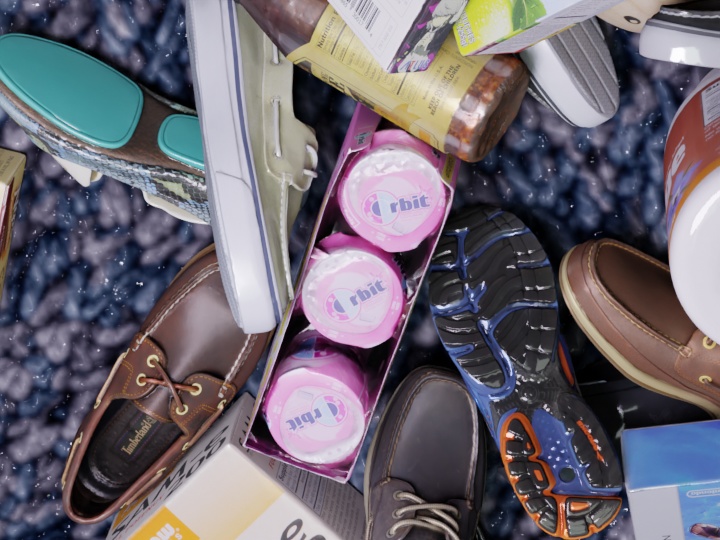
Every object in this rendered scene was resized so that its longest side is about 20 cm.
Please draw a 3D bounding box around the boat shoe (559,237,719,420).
[{"bbox_3d":[0.201,0.040,1.284,0.200,0.072,0.068,36,138,-15],"label":"boat shoe"}]

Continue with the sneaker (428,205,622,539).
[{"bbox_3d":[0.088,0.060,1.288,0.075,0.078,0.201,-16,77,-1],"label":"sneaker"}]

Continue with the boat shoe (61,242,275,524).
[{"bbox_3d":[-0.112,0.071,1.330,0.070,0.070,0.201,33,118,-1],"label":"boat shoe"}]

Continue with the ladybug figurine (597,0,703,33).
[{"bbox_3d":[0.146,-0.216,1.180,0.135,0.072,0.201,-14,109,6],"label":"ladybug figurine"}]

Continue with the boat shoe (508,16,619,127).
[{"bbox_3d":[0.062,-0.154,1.232,0.071,0.072,0.200,-31,103,34],"label":"boat shoe"}]

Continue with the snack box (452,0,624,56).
[{"bbox_3d":[0.086,-0.224,1.124,0.142,0.053,0.201,-23,81,41],"label":"snack box"}]

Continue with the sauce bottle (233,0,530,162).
[{"bbox_3d":[-0.007,-0.130,1.206,0.199,0.066,0.066,33,115,16],"label":"sauce bottle"}]

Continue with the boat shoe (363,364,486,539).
[{"bbox_3d":[0.037,0.156,1.302,0.074,0.073,0.202,9,91,-11],"label":"boat shoe"}]

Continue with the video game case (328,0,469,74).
[{"bbox_3d":[0.010,-0.231,1.134,0.200,0.036,0.182,52,127,28],"label":"video game case"}]

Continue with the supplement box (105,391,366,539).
[{"bbox_3d":[-0.044,0.190,1.383,0.200,0.074,0.126,42,111,-12],"label":"supplement box"}]

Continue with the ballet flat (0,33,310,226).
[{"bbox_3d":[-0.127,-0.066,1.287,0.199,0.074,0.075,24,114,-1],"label":"ballet flat"}]

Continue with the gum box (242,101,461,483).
[{"bbox_3d":[0.000,0.000,1.273,0.066,0.114,0.201,19,114,-3],"label":"gum box"}]

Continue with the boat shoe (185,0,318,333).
[{"bbox_3d":[-0.054,-0.065,1.225,0.062,0.072,0.202,-7,71,-6],"label":"boat shoe"}]

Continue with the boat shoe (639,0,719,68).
[{"bbox_3d":[0.230,-0.138,1.186,0.199,0.069,0.057,-6,105,-28],"label":"boat shoe"}]

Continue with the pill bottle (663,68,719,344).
[{"bbox_3d":[0.213,-0.043,1.185,0.111,0.200,0.113,2,114,5],"label":"pill bottle"}]

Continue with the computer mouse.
[{"bbox_3d":[0.126,0.127,1.352,0.198,0.046,0.141,-13,110,11],"label":"computer mouse"}]

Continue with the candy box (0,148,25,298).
[{"bbox_3d":[-0.303,-0.031,1.323,0.198,0.055,0.116,14,113,-1],"label":"candy box"}]

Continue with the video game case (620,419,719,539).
[{"bbox_3d":[0.257,0.147,1.305,0.198,0.046,0.182,-7,143,9],"label":"video game case"}]
